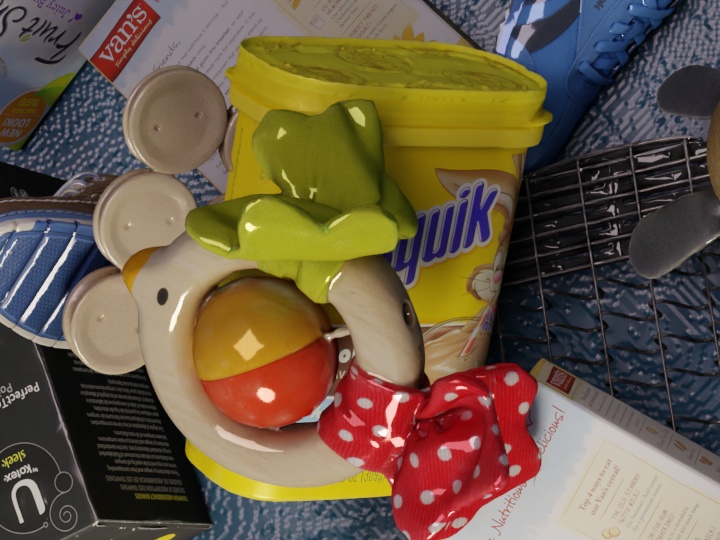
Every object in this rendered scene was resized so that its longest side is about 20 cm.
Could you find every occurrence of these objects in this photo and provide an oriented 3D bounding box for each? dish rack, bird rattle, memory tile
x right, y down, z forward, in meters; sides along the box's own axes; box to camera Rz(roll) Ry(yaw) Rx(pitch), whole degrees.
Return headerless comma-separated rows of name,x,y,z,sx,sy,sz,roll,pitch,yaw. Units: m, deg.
dish rack,0.135,0.041,1.295,0.152,0.055,0.201,-12,76,20
bird rattle,-0.015,0.032,1.180,0.162,0.113,0.201,-14,115,29
memory tile,-0.037,-0.012,1.306,0.017,0.199,0.154,35,112,58

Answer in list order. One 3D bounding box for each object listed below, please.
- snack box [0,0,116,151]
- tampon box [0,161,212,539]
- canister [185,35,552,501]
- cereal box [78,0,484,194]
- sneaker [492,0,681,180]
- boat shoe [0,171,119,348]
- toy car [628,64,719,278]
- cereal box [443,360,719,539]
snack box,-0.179,-0.171,1.398,0.068,0.168,0.200,45,102,26
tampon box,-0.193,0.068,1.395,0.149,0.126,0.201,-26,74,19
canister,0.000,0.000,1.268,0.086,0.148,0.201,34,119,53
cereal box,-0.034,-0.104,1.395,0.200,0.039,0.144,45,101,23
sneaker,0.120,-0.133,1.317,0.078,0.066,0.201,21,91,21
boat shoe,-0.125,-0.006,1.340,0.072,0.199,0.073,-50,53,19
toy car,0.215,-0.045,1.213,0.199,0.158,0.165,-4,60,34
cereal box,0.133,0.150,1.233,0.199,0.040,0.144,30,110,6
